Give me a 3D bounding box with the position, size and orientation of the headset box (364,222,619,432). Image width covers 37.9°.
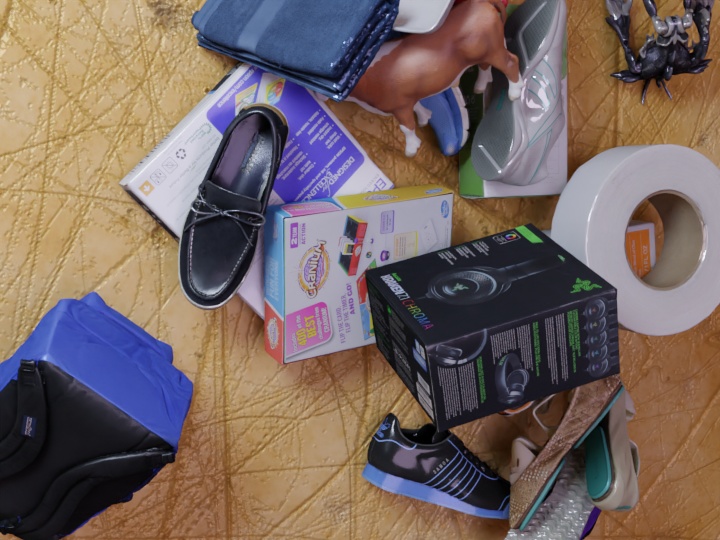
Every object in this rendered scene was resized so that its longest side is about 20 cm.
[{"bbox_3d":[0.128,0.046,0.998,0.199,0.174,0.093,-15,117,-12],"label":"headset box"}]

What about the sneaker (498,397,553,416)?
[{"bbox_3d":[0.134,0.115,1.137,0.199,0.078,0.080,9,87,-24],"label":"sneaker"}]

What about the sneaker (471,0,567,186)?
[{"bbox_3d":[0.173,-0.182,1.067,0.080,0.070,0.201,13,94,-38],"label":"sneaker"}]

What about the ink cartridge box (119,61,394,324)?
[{"bbox_3d":[-0.097,-0.085,1.037,0.198,0.043,0.200,-47,112,-10],"label":"ink cartridge box"}]

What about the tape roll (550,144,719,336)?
[{"bbox_3d":[0.305,-0.033,1.117,0.202,0.071,0.204,-2,94,-22],"label":"tape roll"}]

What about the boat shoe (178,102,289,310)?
[{"bbox_3d":[-0.119,-0.060,0.964,0.074,0.062,0.201,21,92,-1],"label":"boat shoe"}]

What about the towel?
[{"bbox_3d":[-0.061,-0.230,0.959,0.112,0.200,0.049,-56,142,-9],"label":"towel"}]

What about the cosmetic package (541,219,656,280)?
[{"bbox_3d":[0.228,0.006,1.167,0.199,0.071,0.102,-10,100,-20],"label":"cosmetic package"}]

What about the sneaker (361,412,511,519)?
[{"bbox_3d":[0.101,0.213,1.140,0.199,0.070,0.078,18,94,-23],"label":"sneaker"}]

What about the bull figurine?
[{"bbox_3d":[0.056,-0.185,0.998,0.199,0.065,0.121,-24,132,18],"label":"bull figurine"}]

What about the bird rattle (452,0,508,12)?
[{"bbox_3d":[0.124,-0.338,1.020,0.112,0.200,0.163,35,124,-17],"label":"bird rattle"}]

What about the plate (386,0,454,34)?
[{"bbox_3d":[0.045,-0.303,0.989,0.032,0.199,0.201,40,74,-44],"label":"plate"}]

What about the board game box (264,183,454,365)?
[{"bbox_3d":[0.000,0.000,1.056,0.199,0.040,0.154,-10,112,-30],"label":"board game box"}]

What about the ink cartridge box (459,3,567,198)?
[{"bbox_3d":[0.164,-0.179,1.124,0.103,0.059,0.201,-4,97,-21],"label":"ink cartridge box"}]

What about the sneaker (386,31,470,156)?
[{"bbox_3d":[0.044,-0.200,1.075,0.089,0.079,0.200,-31,111,4],"label":"sneaker"}]

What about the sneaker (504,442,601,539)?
[{"bbox_3d":[0.228,0.288,1.184,0.200,0.069,0.100,-47,147,-26],"label":"sneaker"}]

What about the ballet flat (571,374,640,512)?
[{"bbox_3d":[0.277,0.176,1.168,0.069,0.069,0.201,21,51,-23],"label":"ballet flat"}]

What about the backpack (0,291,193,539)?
[{"bbox_3d":[-0.262,0.136,0.934,0.162,0.168,0.200,41,113,-17],"label":"backpack"}]

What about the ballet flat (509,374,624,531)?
[{"bbox_3d":[0.203,0.183,1.128,0.065,0.071,0.200,35,89,11],"label":"ballet flat"}]

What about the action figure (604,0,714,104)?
[{"bbox_3d":[0.335,-0.277,1.153,0.118,0.200,0.102,-3,59,2],"label":"action figure"}]
